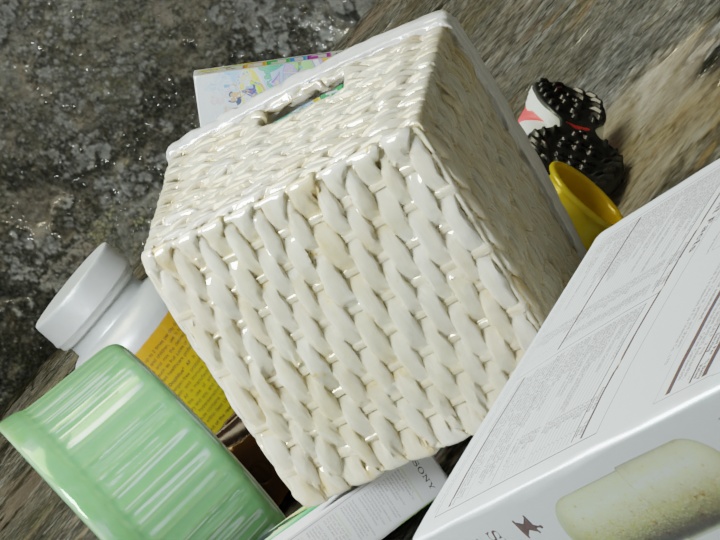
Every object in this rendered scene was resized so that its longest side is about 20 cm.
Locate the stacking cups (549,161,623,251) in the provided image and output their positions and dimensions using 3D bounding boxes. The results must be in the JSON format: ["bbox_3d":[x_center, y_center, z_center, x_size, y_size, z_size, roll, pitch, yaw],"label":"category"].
[{"bbox_3d":[0.074,0.023,1.680,0.200,0.060,0.061,-47,9,20],"label":"stacking cups"}]

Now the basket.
[{"bbox_3d":[0.007,-0.002,1.557,0.197,0.201,0.161,-25,22,18],"label":"basket"}]

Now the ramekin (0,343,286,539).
[{"bbox_3d":[-0.136,0.142,1.803,0.098,0.200,0.200,-43,8,-8],"label":"ramekin"}]

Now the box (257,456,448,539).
[{"bbox_3d":[-0.055,0.176,1.582,0.200,0.036,0.144,-33,-1,-30],"label":"box"}]

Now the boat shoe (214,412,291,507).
[{"bbox_3d":[-0.068,0.130,1.922,0.200,0.070,0.070,-40,7,17],"label":"boat shoe"}]

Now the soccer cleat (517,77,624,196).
[{"bbox_3d":[0.129,-0.062,1.796,0.200,0.068,0.074,-85,13,-68],"label":"soccer cleat"}]

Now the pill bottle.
[{"bbox_3d":[-0.143,0.075,2.071,0.113,0.200,0.113,-48,9,10],"label":"pill bottle"}]

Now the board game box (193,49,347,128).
[{"bbox_3d":[-0.040,-0.052,1.972,0.134,0.201,0.034,-8,12,0],"label":"board game box"}]

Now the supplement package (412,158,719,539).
[{"bbox_3d":[0.149,0.055,0.886,0.151,0.152,0.200,-56,11,-32],"label":"supplement package"}]
